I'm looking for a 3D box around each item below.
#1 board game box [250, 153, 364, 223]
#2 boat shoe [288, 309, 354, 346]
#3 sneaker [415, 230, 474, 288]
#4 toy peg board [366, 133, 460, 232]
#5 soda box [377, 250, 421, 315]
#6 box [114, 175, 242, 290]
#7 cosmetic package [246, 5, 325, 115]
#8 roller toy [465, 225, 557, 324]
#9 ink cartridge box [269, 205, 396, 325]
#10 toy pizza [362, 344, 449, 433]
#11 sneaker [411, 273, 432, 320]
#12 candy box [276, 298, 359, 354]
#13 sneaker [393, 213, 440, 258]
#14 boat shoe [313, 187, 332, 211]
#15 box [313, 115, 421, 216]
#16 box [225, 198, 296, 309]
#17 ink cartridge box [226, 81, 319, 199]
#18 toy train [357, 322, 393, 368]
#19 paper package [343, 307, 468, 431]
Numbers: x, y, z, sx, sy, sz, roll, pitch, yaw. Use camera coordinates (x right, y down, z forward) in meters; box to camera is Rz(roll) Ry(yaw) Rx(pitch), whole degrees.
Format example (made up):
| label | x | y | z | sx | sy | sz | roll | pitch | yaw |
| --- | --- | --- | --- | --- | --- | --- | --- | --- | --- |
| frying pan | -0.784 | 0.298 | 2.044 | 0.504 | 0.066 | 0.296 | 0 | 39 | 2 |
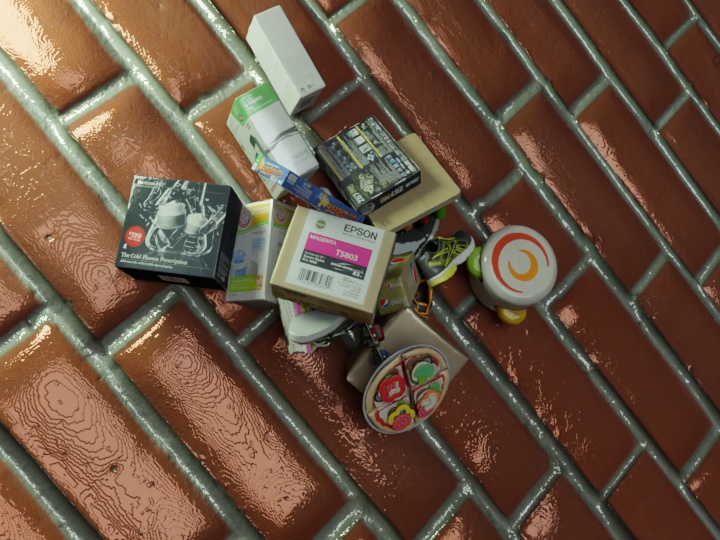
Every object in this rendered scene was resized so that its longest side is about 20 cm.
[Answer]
| label | x | y | z | sx | sy | sz | roll | pitch | yaw |
| --- | --- | --- | --- | --- | --- | --- | --- | --- | --- |
| board game box | -0.100 | -0.148 | 1.310 | 0.199 | 0.135 | 0.035 | 29 | 93 | -39 |
| boat shoe | -0.064 | 0.108 | 1.283 | 0.199 | 0.070 | 0.065 | -25 | 125 | -54 |
| sneaker | 0.188 | -0.046 | 1.504 | 0.085 | 0.074 | 0.200 | 54 | 41 | -12 |
| toy peg board | 0.089 | -0.168 | 1.519 | 0.197 | 0.098 | 0.201 | -28 | 59 | -8 |
| soda box | 0.076 | 0.022 | 1.400 | 0.063 | 0.200 | 0.069 | -16 | 102 | 15 |
| box | -0.347 | -0.072 | 1.324 | 0.197 | 0.104 | 0.185 | 6 | 76 | 5 |
| cosmetic package | -0.165 | -0.457 | 1.500 | 0.071 | 0.101 | 0.202 | -31 | 92 | -23 |
| roller toy | 0.347 | 0.003 | 1.575 | 0.182 | 0.140 | 0.200 | -40 | 85 | -16 |
| ink cartridge box | -0.048 | -0.010 | 1.260 | 0.197 | 0.075 | 0.167 | 15 | 70 | 4 |
| toy pizza | 0.095 | 0.237 | 1.331 | 0.198 | 0.032 | 0.203 | -13 | 120 | -24 |
| sneaker | 0.119 | 0.100 | 1.508 | 0.077 | 0.077 | 0.203 | 10 | 78 | -20 |
| candy box | -0.078 | 0.071 | 1.385 | 0.199 | 0.060 | 0.138 | -25 | 105 | -54 |
| sneaker | 0.099 | -0.078 | 1.536 | 0.106 | 0.075 | 0.202 | 33 | 72 | -10 |
| boat shoe | -0.051 | -0.093 | 1.465 | 0.065 | 0.074 | 0.202 | 7 | 52 | -30 |
| box | 0.014 | -0.228 | 1.480 | 0.160 | 0.049 | 0.201 | -30 | 60 | -12 |
| box | -0.191 | -0.030 | 1.385 | 0.101 | 0.111 | 0.203 | 19 | 71 | -52 |
| ink cartridge box | -0.185 | -0.265 | 1.430 | 0.084 | 0.146 | 0.201 | -33 | 92 | -21 |
| toy train | 0.025 | 0.127 | 1.362 | 0.045 | 0.034 | 0.202 | -26 | 67 | 2 |
| paper package | 0.091 | 0.193 | 1.432 | 0.190 | 0.103 | 0.201 | 40 | 91 | -8 |
